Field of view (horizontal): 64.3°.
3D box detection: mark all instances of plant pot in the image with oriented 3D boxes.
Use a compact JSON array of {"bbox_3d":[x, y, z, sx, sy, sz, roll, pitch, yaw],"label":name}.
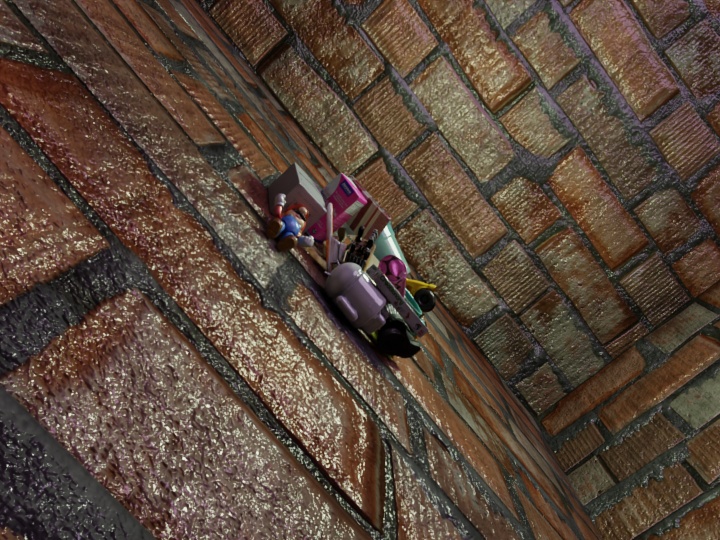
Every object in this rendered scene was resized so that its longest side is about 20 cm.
[{"bbox_3d":[0.073,-0.042,2.074,0.198,0.198,0.200,59,10,4],"label":"plant pot"}]

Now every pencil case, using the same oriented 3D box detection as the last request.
[{"bbox_3d":[0.093,0.042,1.655,0.094,0.090,0.201,44,-19,23],"label":"pencil case"}]

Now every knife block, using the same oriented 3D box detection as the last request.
[{"bbox_3d":[0.003,-0.054,1.607,0.063,0.178,0.200,27,17,3],"label":"knife block"}]

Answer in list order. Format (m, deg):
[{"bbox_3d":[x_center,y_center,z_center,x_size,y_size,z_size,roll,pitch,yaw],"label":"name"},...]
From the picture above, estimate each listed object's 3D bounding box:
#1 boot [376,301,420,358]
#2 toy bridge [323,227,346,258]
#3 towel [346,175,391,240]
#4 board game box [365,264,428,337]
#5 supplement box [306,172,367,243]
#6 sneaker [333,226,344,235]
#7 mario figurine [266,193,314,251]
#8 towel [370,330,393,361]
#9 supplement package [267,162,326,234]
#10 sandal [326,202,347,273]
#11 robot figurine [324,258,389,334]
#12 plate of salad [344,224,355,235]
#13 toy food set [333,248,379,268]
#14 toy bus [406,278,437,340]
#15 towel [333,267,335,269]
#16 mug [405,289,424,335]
[{"bbox_3d":[0.079,0.150,1.581,0.211,0.079,0.159,40,21,-59],"label":"boot"},{"bbox_3d":[-0.081,-0.074,1.793,0.200,0.027,0.068,-61,156,-65],"label":"toy bridge"},{"bbox_3d":[-0.001,-0.188,1.838,0.200,0.145,0.023,48,41,12],"label":"towel"},{"bbox_3d":[0.095,0.078,1.513,0.201,0.034,0.126,51,0,-15],"label":"board game box"},{"bbox_3d":[-0.090,-0.190,1.767,0.102,0.199,0.103,52,9,13],"label":"supplement box"},{"bbox_3d":[-0.118,-0.159,1.929,0.200,0.076,0.081,45,1,-44],"label":"sneaker"},{"bbox_3d":[-0.168,-0.125,1.428,0.201,0.104,0.126,-77,162,-69],"label":"mario figurine"},{"bbox_3d":[0.026,0.161,1.580,0.201,0.018,0.086,51,15,-11],"label":"towel"},{"bbox_3d":[-0.183,-0.203,1.629,0.117,0.117,0.201,44,11,-27],"label":"supplement package"},{"bbox_3d":[-0.066,-0.082,1.593,0.079,0.058,0.211,-104,-165,-84],"label":"sandal"},{"bbox_3d":[-0.012,0.063,1.457,0.201,0.112,0.170,50,26,-7],"label":"robot figurine"},{"bbox_3d":[-0.063,-0.176,2.002,0.196,0.049,0.200,17,-16,5],"label":"plate of salad"},{"bbox_3d":[0.000,0.000,1.798,0.144,0.060,0.200,49,33,3],"label":"toy food set"},{"bbox_3d":[0.153,0.122,1.960,0.189,0.203,0.136,20,-4,9],"label":"toy bus"},{"bbox_3d":[-0.011,0.055,1.612,0.142,0.023,0.201,23,18,-14],"label":"towel"},{"bbox_3d":[0.112,0.123,1.826,0.152,0.114,0.186,44,12,-38],"label":"mug"}]
